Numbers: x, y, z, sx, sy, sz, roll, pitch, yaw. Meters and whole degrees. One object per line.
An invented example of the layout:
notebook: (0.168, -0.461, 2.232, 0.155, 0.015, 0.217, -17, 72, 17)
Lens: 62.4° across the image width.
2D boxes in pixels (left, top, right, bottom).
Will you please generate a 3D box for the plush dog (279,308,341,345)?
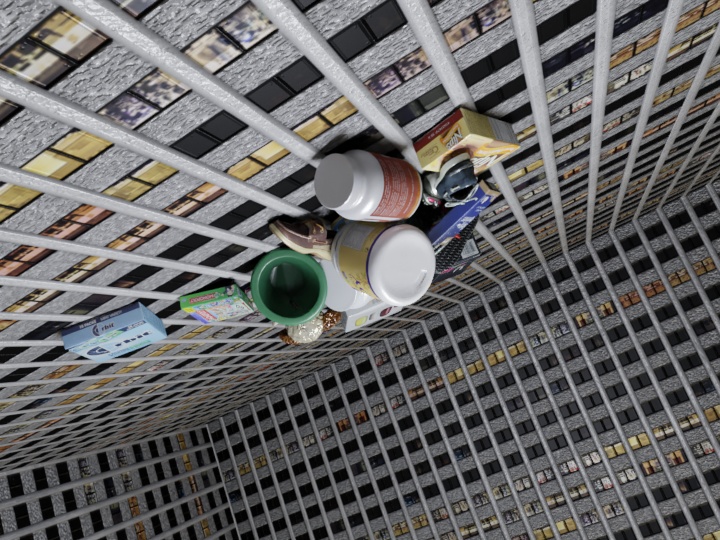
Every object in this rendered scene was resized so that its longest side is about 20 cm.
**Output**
plush dog: (-0.145, 0.095, 1.500, 0.196, 0.176, 0.160, -25, 166, 13)

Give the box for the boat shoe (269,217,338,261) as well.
boat shoe: (-0.099, -0.075, 1.189, 0.198, 0.072, 0.073, 21, 108, -49)

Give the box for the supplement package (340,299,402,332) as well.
supplement package: (0.020, 0.055, 1.672, 0.186, 0.151, 0.201, -20, 165, -9)

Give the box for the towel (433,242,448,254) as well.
towel: (0.232, -0.118, 1.418, 0.200, 0.035, 0.192, -47, 178, 13)

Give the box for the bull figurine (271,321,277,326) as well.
bull figurine: (-0.179, 0.103, 1.713, 0.119, 0.067, 0.200, -8, 158, -35)

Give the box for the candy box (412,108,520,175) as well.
candy box: (0.198, -0.230, 1.094, 0.114, 0.057, 0.197, -30, 165, 37)

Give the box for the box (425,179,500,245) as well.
box: (0.203, -0.107, 1.252, 0.199, 0.033, 0.120, -43, 168, 21)

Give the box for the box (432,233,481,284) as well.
box: (0.259, -0.047, 1.764, 0.119, 0.109, 0.200, -18, 166, -13)

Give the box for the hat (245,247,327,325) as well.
hat: (-0.168, 0.021, 1.375, 0.195, 0.170, 0.176, 19, -173, -3)

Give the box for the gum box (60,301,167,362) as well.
gum box: (-0.538, 0.141, 1.318, 0.166, 0.046, 0.201, -20, 165, -10)

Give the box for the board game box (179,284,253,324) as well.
board game box: (-0.337, 0.083, 1.418, 0.130, 0.030, 0.200, -14, 166, -3)

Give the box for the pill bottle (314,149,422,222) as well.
pill bottle: (0.014, -0.142, 1.007, 0.111, 0.115, 0.198, -31, 164, 32)

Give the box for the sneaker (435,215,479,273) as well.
sneaker: (0.244, -0.079, 1.572, 0.203, 0.069, 0.093, -58, 178, 4)

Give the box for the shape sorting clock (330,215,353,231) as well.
shape sorting clock: (0.029, -0.119, 1.271, 0.195, 0.040, 0.200, -22, 166, -6)

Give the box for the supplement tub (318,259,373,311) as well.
supplement tub: (0.000, 0.000, 1.369, 0.144, 0.147, 0.198, -34, 176, 40)

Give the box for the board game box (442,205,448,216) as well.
board game box: (0.183, -0.117, 1.483, 0.157, 0.039, 0.202, -33, 161, -55)

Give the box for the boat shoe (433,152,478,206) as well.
boat shoe: (0.183, -0.156, 1.104, 0.073, 0.063, 0.200, -23, 171, -4)

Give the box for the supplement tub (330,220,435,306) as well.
supplement tub: (0.037, -0.023, 1.146, 0.142, 0.150, 0.199, -15, -164, -26)

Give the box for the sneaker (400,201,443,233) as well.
sneaker: (0.120, -0.100, 1.333, 0.078, 0.077, 0.199, -29, -178, 38)

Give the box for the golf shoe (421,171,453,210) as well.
golf shoe: (0.201, -0.176, 1.268, 0.088, 0.078, 0.198, -41, 160, 30)
